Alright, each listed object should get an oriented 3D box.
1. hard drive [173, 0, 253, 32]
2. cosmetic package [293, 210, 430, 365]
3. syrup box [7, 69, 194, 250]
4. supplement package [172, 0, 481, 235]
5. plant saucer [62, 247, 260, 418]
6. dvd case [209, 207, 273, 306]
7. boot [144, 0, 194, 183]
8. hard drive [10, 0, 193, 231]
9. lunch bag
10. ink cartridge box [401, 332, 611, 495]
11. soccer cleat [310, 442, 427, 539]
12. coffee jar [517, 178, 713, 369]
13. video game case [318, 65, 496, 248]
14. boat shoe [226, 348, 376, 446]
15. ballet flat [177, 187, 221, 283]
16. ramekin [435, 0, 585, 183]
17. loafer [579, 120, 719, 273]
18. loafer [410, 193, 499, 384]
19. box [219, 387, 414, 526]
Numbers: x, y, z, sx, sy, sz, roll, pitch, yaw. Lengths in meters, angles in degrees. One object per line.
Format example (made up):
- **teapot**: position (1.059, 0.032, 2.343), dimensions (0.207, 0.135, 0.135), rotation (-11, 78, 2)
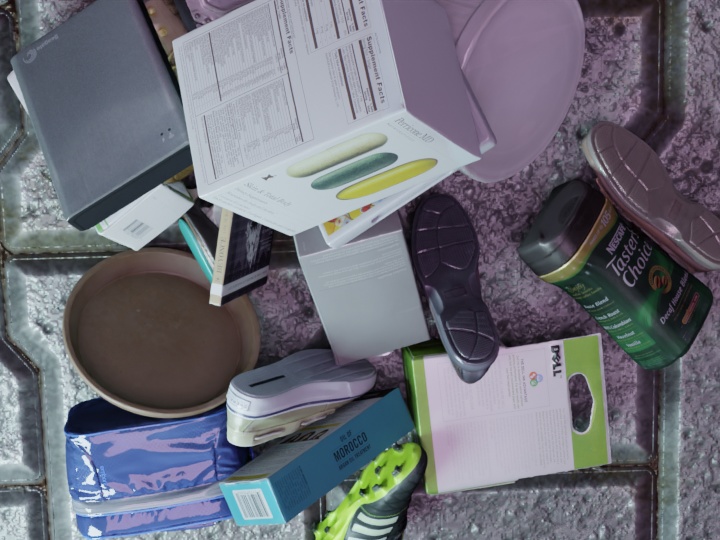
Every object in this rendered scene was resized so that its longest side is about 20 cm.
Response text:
- **hard drive**: position (-0.104, -0.330, 1.372), dimensions (0.199, 0.038, 0.141), rotation (-27, 101, -20)
- **cosmetic package**: position (0.000, 0.000, 1.398), dimensions (0.106, 0.201, 0.091), rotation (-15, 57, 0)
- **syrup box**: position (-0.252, -0.127, 1.380), dimensions (0.081, 0.079, 0.201), rotation (-37, 71, 7)
- **supplement package**: position (-0.029, -0.145, 1.212), dimensions (0.199, 0.152, 0.152), rotation (-21, 70, 24)
- **plant saucer**: position (-0.199, 0.064, 1.427), dimensions (0.198, 0.201, 0.030), rotation (17, 142, -5)
- **dvd case**: position (-0.107, -0.075, 1.402), dimensions (0.016, 0.149, 0.202), rotation (10, 100, 12)
- **boot**: position (-0.180, -0.178, 1.360), dimensions (0.073, 0.200, 0.156), rotation (-33, 100, 31)
- **hard drive**: position (-0.233, -0.152, 1.301), dimensions (0.139, 0.033, 0.201), rotation (-31, 60, 9)
- **lunch bag**: position (-0.198, 0.199, 1.456), dimensions (0.198, 0.136, 0.134), rotation (-8, 102, -3)
- **ink cartridge box**: position (0.152, 0.141, 1.488), dimensions (0.198, 0.076, 0.149), rotation (-8, 100, -5)
- **soccer cleat**: position (0.023, 0.250, 1.488), dimensions (0.081, 0.068, 0.200), rotation (27, 127, -18)
- **coffee jar**: position (0.257, 0.003, 1.443), dimensions (0.200, 0.085, 0.105), rotation (39, 64, -13)
- **video game case**: position (0.008, -0.150, 1.295), dimensions (0.181, 0.023, 0.201), rotation (-32, 67, 20)
- **boat shoe**: position (-0.064, 0.127, 1.440), dimensions (0.072, 0.199, 0.062), rotation (34, 118, 35)
- **ballet flat**: position (-0.169, -0.067, 1.438), dimensions (0.068, 0.068, 0.201), rotation (-37, 93, -9)
- **ramekin**: position (0.121, -0.196, 1.371), dimensions (0.094, 0.202, 0.204), rotation (30, 101, 36)
- **loafer**: position (0.295, -0.067, 1.460), dimensions (0.200, 0.063, 0.072), rotation (42, 62, -6)
- **loafer**: position (0.090, 0.020, 1.437), dimensions (0.071, 0.063, 0.201), rotation (-7, 61, -9)
- **box**: position (-0.041, 0.185, 1.427), dimensions (0.199, 0.082, 0.049), rotation (-30, 101, -41)
